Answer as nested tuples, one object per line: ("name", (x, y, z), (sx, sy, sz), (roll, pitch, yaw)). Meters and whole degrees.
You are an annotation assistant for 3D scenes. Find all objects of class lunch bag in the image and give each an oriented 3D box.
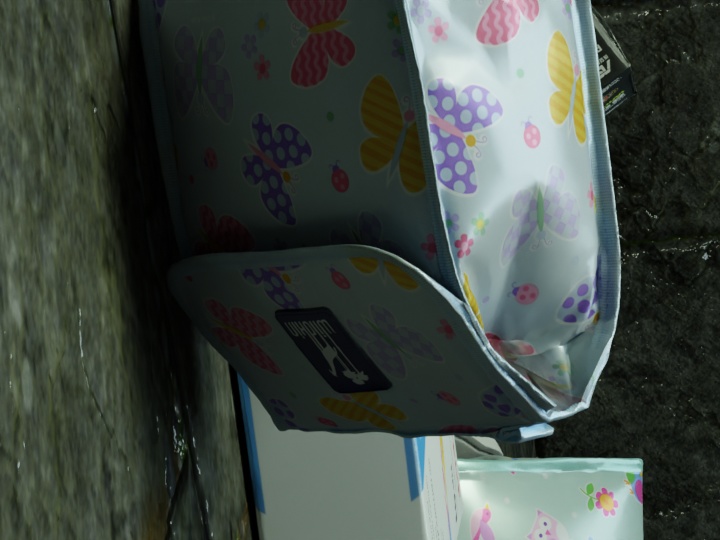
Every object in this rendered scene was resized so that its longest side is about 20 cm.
("lunch bag", (0.072, 0.197, 1.602), (0.122, 0.199, 0.172), (-14, -103, 52))
("lunch bag", (0.007, -0.031, 1.053), (0.127, 0.169, 0.201), (-15, 100, -40))

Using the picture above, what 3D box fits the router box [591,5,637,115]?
("router box", (0.078, -0.085, 1.663), (0.062, 0.200, 0.150), (54, 5, 6))

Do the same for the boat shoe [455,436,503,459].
("boat shoe", (0.037, 0.091, 1.710), (0.061, 0.074, 0.200), (63, 14, 22))

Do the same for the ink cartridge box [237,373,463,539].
("ink cartridge box", (-0.001, 0.083, 1.322), (0.200, 0.084, 0.146), (-70, 153, -78))
